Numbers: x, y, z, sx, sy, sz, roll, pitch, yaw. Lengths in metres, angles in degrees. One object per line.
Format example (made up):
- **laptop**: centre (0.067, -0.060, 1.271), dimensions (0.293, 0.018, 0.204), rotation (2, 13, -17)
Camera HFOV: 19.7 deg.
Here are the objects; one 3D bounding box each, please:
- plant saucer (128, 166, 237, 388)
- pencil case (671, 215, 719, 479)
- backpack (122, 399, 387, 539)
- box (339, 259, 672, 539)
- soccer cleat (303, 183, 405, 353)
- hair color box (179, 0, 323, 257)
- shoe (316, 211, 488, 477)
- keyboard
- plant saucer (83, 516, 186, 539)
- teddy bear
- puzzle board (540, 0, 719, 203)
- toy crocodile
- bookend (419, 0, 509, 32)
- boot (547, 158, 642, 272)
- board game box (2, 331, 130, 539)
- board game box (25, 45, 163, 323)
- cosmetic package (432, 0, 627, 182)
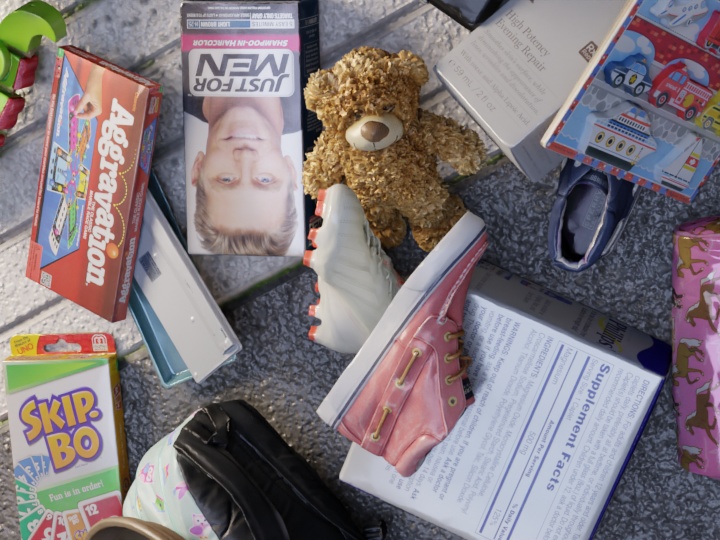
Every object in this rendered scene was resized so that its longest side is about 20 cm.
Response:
- **plant saucer**: centre (-0.169, -0.007, 1.689), dimensions (0.070, 0.019, 0.200), rotation (-22, 96, 16)
- **pencil case**: centre (0.279, 0.056, 1.567), dimensions (0.083, 0.086, 0.201), rotation (1, 102, 24)
- **backpack**: centre (-0.093, 0.207, 1.642), dimensions (0.200, 0.167, 0.127), rotation (51, 123, 6)
- **box**: centre (0.114, 0.110, 1.603), dimensions (0.200, 0.105, 0.184), rotation (25, 104, 8)
- **soccer cleat**: centre (0.000, 0.000, 1.584), dimensions (0.077, 0.200, 0.069), rotation (9, 58, 6)
- **hair color box**: centre (-0.084, -0.114, 1.627), dimensions (0.100, 0.061, 0.201), rotation (1, 102, 13)
- **shoe**: centre (0.056, 0.057, 1.519), dimensions (0.091, 0.071, 0.200), rotation (36, 111, 5)
- **keyboard**: centre (-0.162, -0.008, 1.644), dimensions (0.056, 0.011, 0.200), rotation (-41, 75, 37)
- **plant saucer**: centre (-0.146, 0.277, 1.619), dimensions (0.200, 0.029, 0.201), rotation (29, 133, 35)
- **teddy bear**: centre (0.022, -0.077, 1.566), dimensions (0.145, 0.067, 0.200), rotation (17, 144, 7)
- **puzzle board**: centre (0.228, -0.129, 1.492), dimensions (0.017, 0.200, 0.151), rotation (41, 107, 38)
- **toy crocodile**: centre (-0.300, -0.130, 1.668), dimensions (0.062, 0.068, 0.200), rotation (31, 105, 5)
- **bookend**: centre (0.032, -0.248, 1.503), dimensions (0.200, 0.199, 0.092), rotation (35, 104, 3)
- **boot**: centre (0.191, -0.096, 1.553), dimensions (0.073, 0.090, 0.201), rotation (15, 104, 9)
- **board game box**: centre (-0.244, 0.152, 1.733), dimensions (0.095, 0.030, 0.201), rotation (-2, 98, 12)
- **board game box**: centre (-0.214, -0.069, 1.652), dimensions (0.103, 0.019, 0.201), rotation (25, 115, 30)
- **cosmetic package**: centre (0.164, -0.170, 1.514), dimensions (0.200, 0.074, 0.102), rotation (-42, 62, 2)
